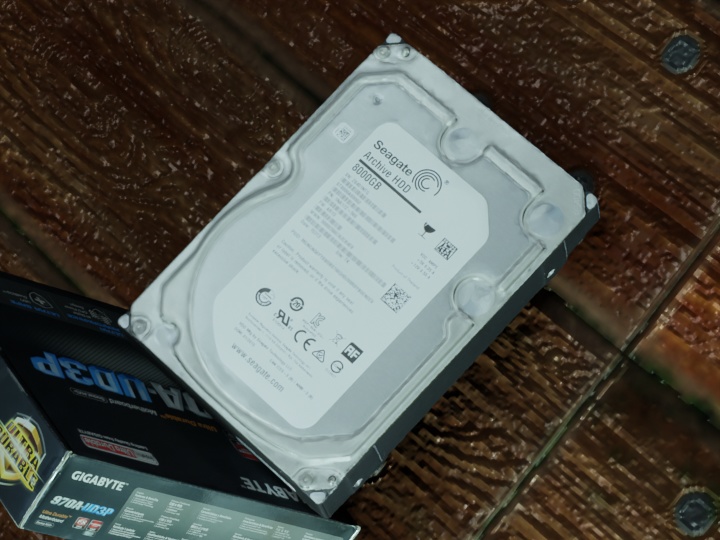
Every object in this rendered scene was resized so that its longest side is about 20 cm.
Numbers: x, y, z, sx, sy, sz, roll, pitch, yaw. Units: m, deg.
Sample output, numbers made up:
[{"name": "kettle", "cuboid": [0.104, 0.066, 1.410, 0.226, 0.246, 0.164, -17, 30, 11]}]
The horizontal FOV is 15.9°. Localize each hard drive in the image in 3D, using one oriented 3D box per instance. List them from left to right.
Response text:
[{"name": "hard drive", "cuboid": [0.000, 0.000, 1.238, 0.140, 0.038, 0.200, 41, 80, 18]}]

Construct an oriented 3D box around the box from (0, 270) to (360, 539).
[{"name": "box", "cuboid": [-0.114, 0.073, 1.233, 0.046, 0.200, 0.159, -54, 48, 15]}]
